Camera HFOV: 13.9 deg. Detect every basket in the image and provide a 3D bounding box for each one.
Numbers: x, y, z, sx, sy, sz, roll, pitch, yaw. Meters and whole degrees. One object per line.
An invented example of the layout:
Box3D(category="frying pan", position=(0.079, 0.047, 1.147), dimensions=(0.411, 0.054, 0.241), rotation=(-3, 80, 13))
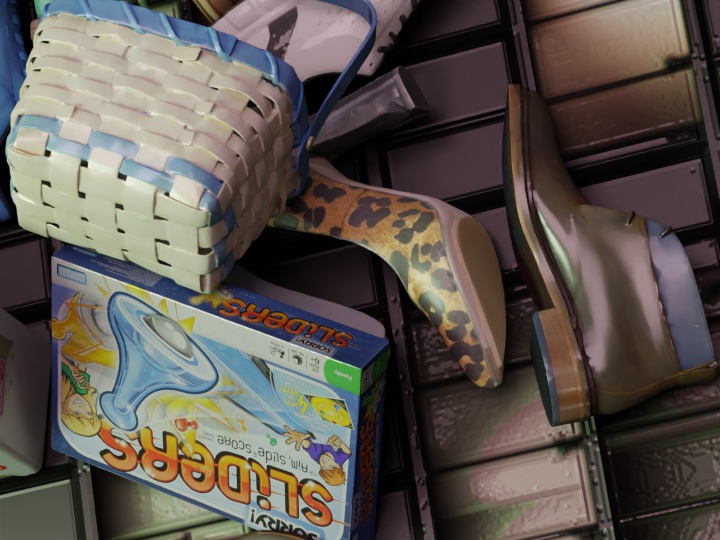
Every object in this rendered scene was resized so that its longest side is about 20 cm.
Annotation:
Box3D(category="basket", position=(-0.104, -0.100, 1.636), dimensions=(0.176, 0.139, 0.200), rotation=(20, 63, 12))

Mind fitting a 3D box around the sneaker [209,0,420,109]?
Box3D(category="sneaker", position=(0.010, -0.159, 1.720), dimensions=(0.200, 0.074, 0.080), rotation=(-35, 81, 11))

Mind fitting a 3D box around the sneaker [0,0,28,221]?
Box3D(category="sneaker", position=(-0.222, -0.122, 1.786), dimensions=(0.078, 0.066, 0.200), rotation=(7, 77, 9))

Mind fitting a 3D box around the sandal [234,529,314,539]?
Box3D(category="sandal", position=(-0.020, 0.226, 1.609), dimensions=(0.082, 0.055, 0.200), rotation=(-38, 69, 23))

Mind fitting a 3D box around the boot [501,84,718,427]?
Box3D(category="boot", position=(0.134, -0.014, 1.639), dimensions=(0.097, 0.075, 0.200), rotation=(-8, 72, -2))

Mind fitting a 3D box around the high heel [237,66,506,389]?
Box3D(category="high heel", position=(0.000, 0.000, 1.677), dimensions=(0.142, 0.071, 0.200), rotation=(-28, 68, 20))

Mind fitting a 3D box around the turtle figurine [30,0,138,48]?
Box3D(category="turtle figurine", position=(-0.189, -0.194, 1.737), dimensions=(0.150, 0.101, 0.200), rotation=(-25, 89, -25))

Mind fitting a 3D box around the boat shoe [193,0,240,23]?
Box3D(category="boat shoe", position=(-0.103, -0.240, 1.771), dimensions=(0.068, 0.072, 0.200), rotation=(-25, 65, 10))

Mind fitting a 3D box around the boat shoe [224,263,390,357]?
Box3D(category="boat shoe", position=(-0.072, 0.037, 1.687), dimensions=(0.200, 0.069, 0.057), rotation=(20, 124, 30))

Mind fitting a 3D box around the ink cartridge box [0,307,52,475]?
Box3D(category="ink cartridge box", position=(-0.280, 0.056, 1.677), dimensions=(0.144, 0.200, 0.085), rotation=(-3, 70, 17))

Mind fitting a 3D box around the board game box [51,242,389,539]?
Box3D(category="board game box", position=(-0.082, 0.071, 1.650), dimensions=(0.200, 0.034, 0.136), rotation=(19, 126, 23))
